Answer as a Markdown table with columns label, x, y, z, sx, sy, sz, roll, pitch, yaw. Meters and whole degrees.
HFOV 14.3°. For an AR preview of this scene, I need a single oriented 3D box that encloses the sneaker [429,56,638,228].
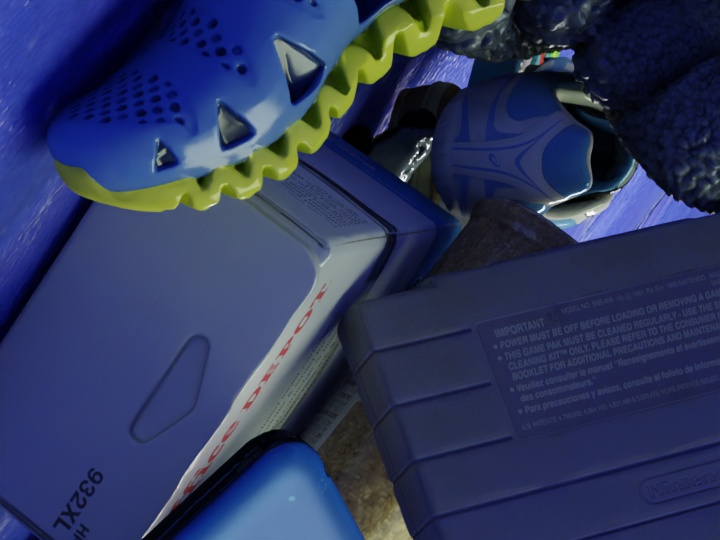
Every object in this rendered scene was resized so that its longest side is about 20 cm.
| label | x | y | z | sx | sy | sz | roll | pitch | yaw |
| --- | --- | --- | --- | --- | --- | --- | --- | --- | --- |
| sneaker | 0.087 | -0.050 | 1.187 | 0.200 | 0.072 | 0.072 | -23 | 123 | -70 |

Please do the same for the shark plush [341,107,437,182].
| label | x | y | z | sx | sy | sz | roll | pitch | yaw |
| --- | --- | --- | --- | --- | --- | --- | --- | --- | --- |
| shark plush | 0.000 | 0.000 | 1.219 | 0.091 | 0.083 | 0.200 | -38 | 161 | -54 |

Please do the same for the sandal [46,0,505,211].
| label | x | y | z | sx | sy | sz | roll | pitch | yaw |
| --- | --- | --- | --- | --- | --- | --- | --- | --- | --- |
| sandal | -0.023 | -0.092 | 0.906 | 0.200 | 0.079 | 0.087 | -40 | 127 | -28 |

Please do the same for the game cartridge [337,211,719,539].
| label | x | y | z | sx | sy | sz | roll | pitch | yaw |
| --- | --- | --- | --- | --- | --- | --- | --- | --- | --- |
| game cartridge | 0.102 | 0.049 | 1.026 | 0.199 | 0.130 | 0.038 | -12 | 156 | -22 |

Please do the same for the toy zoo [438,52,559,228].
| label | x | y | z | sx | sy | sz | roll | pitch | yaw |
| --- | --- | --- | --- | --- | --- | --- | --- | --- | --- |
| toy zoo | 0.061 | -0.058 | 1.281 | 0.131 | 0.020 | 0.201 | 41 | 63 | -79 |

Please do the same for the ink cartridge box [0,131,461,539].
| label | x | y | z | sx | sy | sz | roll | pitch | yaw |
| --- | --- | --- | --- | --- | --- | --- | --- | --- | --- |
| ink cartridge box | -0.053 | 0.023 | 1.059 | 0.145 | 0.084 | 0.200 | -56 | 169 | 11 |

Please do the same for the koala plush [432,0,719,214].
| label | x | y | z | sx | sy | sz | roll | pitch | yaw |
| --- | --- | --- | --- | --- | --- | --- | --- | --- | --- |
| koala plush | 0.131 | -0.160 | 1.107 | 0.200 | 0.177 | 0.184 | -58 | 180 | 20 |

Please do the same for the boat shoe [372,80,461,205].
| label | x | y | z | sx | sy | sz | roll | pitch | yaw |
| --- | --- | --- | --- | --- | --- | --- | --- | --- | --- |
| boat shoe | 0.004 | -0.004 | 1.295 | 0.073 | 0.063 | 0.201 | -65 | 170 | -45 |

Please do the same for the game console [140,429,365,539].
| label | x | y | z | sx | sy | sz | roll | pitch | yaw |
| --- | --- | --- | --- | --- | --- | --- | --- | --- | --- |
| game console | -0.080 | 0.149 | 0.999 | 0.171 | 0.118 | 0.200 | -43 | 136 | -17 |

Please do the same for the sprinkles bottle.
| label | x | y | z | sx | sy | sz | roll | pitch | yaw |
| --- | --- | --- | --- | --- | --- | --- | --- | --- | --- |
| sprinkles bottle | 0.013 | 0.067 | 1.071 | 0.200 | 0.068 | 0.068 | -52 | 169 | -13 |
